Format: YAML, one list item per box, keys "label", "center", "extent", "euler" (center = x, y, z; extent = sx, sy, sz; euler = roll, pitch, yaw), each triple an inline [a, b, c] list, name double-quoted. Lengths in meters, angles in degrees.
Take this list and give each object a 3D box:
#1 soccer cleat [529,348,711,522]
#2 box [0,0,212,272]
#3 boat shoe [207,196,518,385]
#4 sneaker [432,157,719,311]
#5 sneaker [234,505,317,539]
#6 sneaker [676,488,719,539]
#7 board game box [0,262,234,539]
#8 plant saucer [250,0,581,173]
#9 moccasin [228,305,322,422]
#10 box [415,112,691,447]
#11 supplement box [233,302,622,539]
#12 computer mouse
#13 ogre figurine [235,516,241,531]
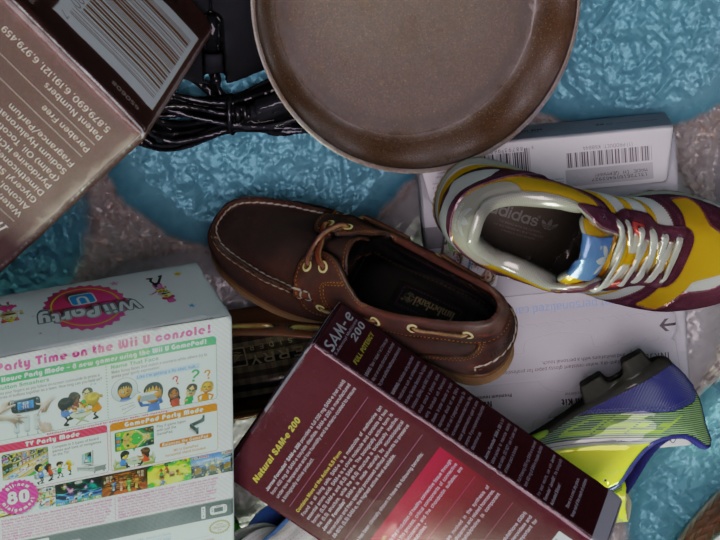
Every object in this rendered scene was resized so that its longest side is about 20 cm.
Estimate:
- label: "soccer cleat"
  center: [0.116, 0.127, 1.434]
  extent: [0.200, 0.065, 0.084]
  euler: [-34, 89, 9]
- label: "box"
  center: [-0.218, -0.102, 1.336]
  extent: [0.200, 0.166, 0.164]
  euler: [-40, 103, 24]
- label: "boat shoe"
  center: [0.000, 0.000, 1.407]
  extent: [0.199, 0.070, 0.071]
  euler: [20, 69, 16]
- label: "sneaker"
  center: [0.141, -0.011, 1.380]
  extent: [0.199, 0.090, 0.075]
  euler: [9, 105, -10]
- label: "sneaker"
  center: [-0.038, 0.218, 1.451]
  extent: [0.146, 0.080, 0.201]
  euler: [30, 69, -28]
- label: "sneaker"
  center: [0.280, 0.145, 1.483]
  extent: [0.200, 0.071, 0.080]
  euler: [-40, 99, 8]
- label: "board game box"
  center: [-0.148, 0.107, 1.348]
  extent: [0.147, 0.064, 0.201]
  euler: [-10, 123, -19]
- label: "plant saucer"
  center: [0.029, -0.157, 1.390]
  extent: [0.199, 0.032, 0.202]
  euler: [-2, 98, -18]
- label: "moccasin"
  center: [-0.091, 0.068, 1.452]
  extent: [0.200, 0.078, 0.074]
  euler: [-7, 108, 1]
- label: "box"
  center: [0.117, 0.013, 1.459]
  extent: [0.155, 0.041, 0.201]
  euler: [-6, 105, 1]
- label: "supplement box"
  center: [0.035, 0.122, 1.376]
  extent: [0.199, 0.061, 0.109]
  euler: [35, 119, -2]
- label: "computer mouse"
  center: [-0.079, -0.167, 1.398]
  extent: [0.137, 0.053, 0.201]
  euler: [-6, 106, 2]
- label: "ogre figurine"
  center: [-0.176, 0.173, 1.464]
  extent: [0.120, 0.199, 0.098]
  euler: [-51, 59, 22]
